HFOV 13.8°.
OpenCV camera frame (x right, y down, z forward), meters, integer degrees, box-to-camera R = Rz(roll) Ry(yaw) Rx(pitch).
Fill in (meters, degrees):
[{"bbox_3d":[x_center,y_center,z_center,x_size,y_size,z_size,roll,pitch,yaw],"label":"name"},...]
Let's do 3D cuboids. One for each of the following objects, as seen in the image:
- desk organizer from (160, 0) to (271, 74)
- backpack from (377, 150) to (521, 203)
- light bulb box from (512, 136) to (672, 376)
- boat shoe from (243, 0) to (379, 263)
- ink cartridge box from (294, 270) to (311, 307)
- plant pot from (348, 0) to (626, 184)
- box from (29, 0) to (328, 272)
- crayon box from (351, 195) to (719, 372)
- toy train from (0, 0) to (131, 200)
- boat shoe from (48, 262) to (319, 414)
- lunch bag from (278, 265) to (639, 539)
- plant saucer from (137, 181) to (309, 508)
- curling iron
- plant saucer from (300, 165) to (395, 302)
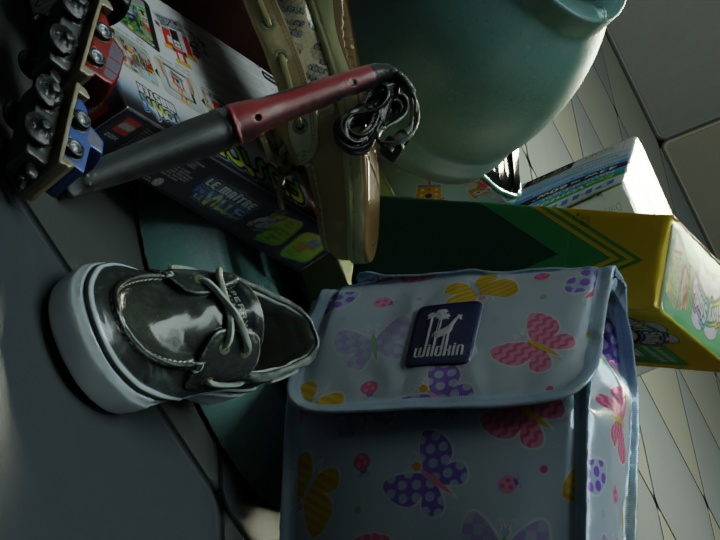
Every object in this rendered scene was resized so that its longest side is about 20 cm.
[{"bbox_3d":[-0.098,-0.149,1.622,0.200,0.077,0.072,44,27,-63],"label":"desk organizer"},{"bbox_3d":[0.012,-0.109,1.851,0.200,0.153,0.176,60,10,13],"label":"backpack"},{"bbox_3d":[0.118,0.016,1.993,0.125,0.198,0.200,65,11,-7],"label":"light bulb box"},{"bbox_3d":[-0.030,-0.097,1.544,0.073,0.063,0.200,72,8,-76],"label":"boat shoe"},{"bbox_3d":[0.013,0.090,1.765,0.146,0.048,0.200,17,56,-74],"label":"ink cartridge box"},{"bbox_3d":[0.068,-0.167,1.705,0.200,0.134,0.200,29,47,-37],"label":"plant pot"},{"bbox_3d":[-0.089,-0.082,1.531,0.200,0.035,0.110,31,32,-51],"label":"box"},{"bbox_3d":[0.109,0.009,1.651,0.200,0.173,0.058,32,63,-69],"label":"crayon box"},{"bbox_3d":[-0.134,-0.100,1.397,0.046,0.034,0.200,38,35,-24],"label":"toy train"},{"bbox_3d":[-0.080,0.024,1.397,0.200,0.071,0.072,5,65,-70],"label":"boat shoe"},{"bbox_3d":[0.050,0.096,1.512,0.127,0.170,0.200,41,51,-66],"label":"lunch bag"},{"bbox_3d":[-0.059,0.028,1.586,0.200,0.036,0.200,-22,90,-78],"label":"plant saucer"},{"bbox_3d":[-0.055,-0.065,1.452,0.050,0.200,0.026,63,-31,24],"label":"curling iron"},{"bbox_3d":[0.000,0.000,1.688,0.200,0.031,0.200,-22,90,-77],"label":"plant saucer"}]
